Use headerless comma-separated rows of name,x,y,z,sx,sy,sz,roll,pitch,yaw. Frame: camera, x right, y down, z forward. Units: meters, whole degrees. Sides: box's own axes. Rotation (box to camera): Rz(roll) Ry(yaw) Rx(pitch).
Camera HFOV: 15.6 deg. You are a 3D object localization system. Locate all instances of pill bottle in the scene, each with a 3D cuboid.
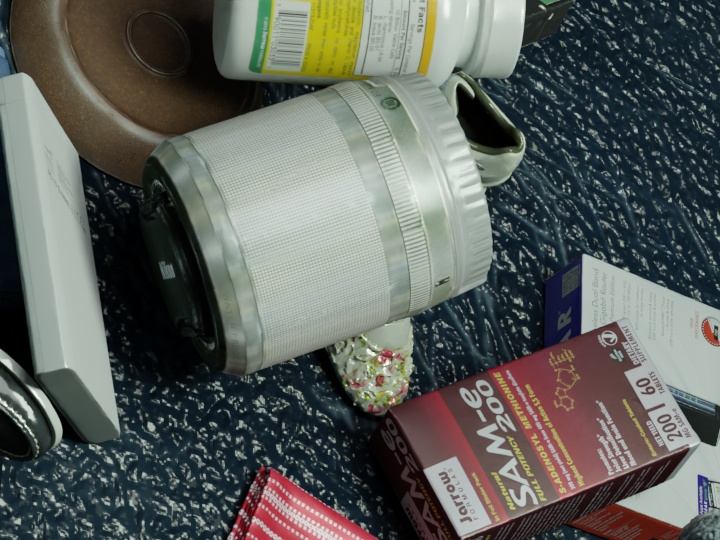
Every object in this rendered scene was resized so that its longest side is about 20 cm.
pill bottle,0.006,-0.178,1.774,0.199,0.113,0.113,3,60,-10

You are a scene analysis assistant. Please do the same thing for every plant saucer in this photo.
plant saucer,-0.147,-0.151,1.820,0.200,0.034,0.201,18,56,-27

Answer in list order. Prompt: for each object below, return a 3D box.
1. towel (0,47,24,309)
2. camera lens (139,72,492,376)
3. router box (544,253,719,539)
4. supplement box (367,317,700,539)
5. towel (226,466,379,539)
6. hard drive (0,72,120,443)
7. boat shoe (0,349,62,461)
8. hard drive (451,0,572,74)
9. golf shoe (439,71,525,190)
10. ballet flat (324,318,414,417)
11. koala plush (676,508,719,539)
towel,-0.266,-0.069,1.670,0.111,0.049,0.201,5,61,-36
camera lens,-0.034,-0.031,1.711,0.199,0.160,0.160,-19,75,-13
router box,0.218,0.110,1.931,0.179,0.049,0.201,21,54,-26
supplement box,0.119,0.118,1.798,0.200,0.061,0.109,-20,68,-25
towel,-0.037,0.236,1.683,0.144,0.022,0.200,35,48,-17
hard drive,-0.190,-0.006,1.649,0.027,0.132,0.201,-13,66,4
boat shoe,-0.272,0.058,1.580,0.200,0.076,0.060,36,48,-1
hard drive,0.059,-0.209,1.943,0.140,0.038,0.200,36,28,14
golf shoe,0.043,-0.141,1.904,0.200,0.097,0.078,39,69,-10
ballet flat,0.000,0.000,1.821,0.075,0.064,0.201,0,65,-38
koala plush,0.169,0.240,1.713,0.184,0.200,0.177,50,47,-2
